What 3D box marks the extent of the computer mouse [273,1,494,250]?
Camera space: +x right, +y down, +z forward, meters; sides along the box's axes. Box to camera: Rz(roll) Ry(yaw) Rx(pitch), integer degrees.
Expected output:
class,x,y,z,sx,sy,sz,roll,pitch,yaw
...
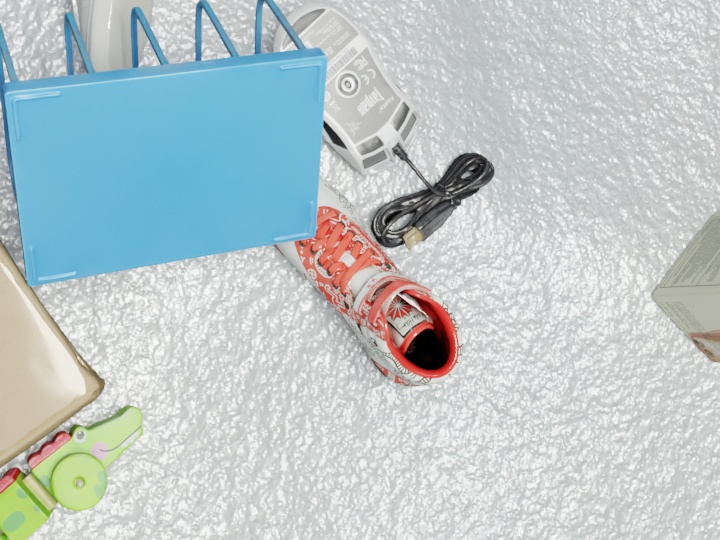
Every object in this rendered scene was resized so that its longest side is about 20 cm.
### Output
class,x,y,z,sx,sy,sz,roll,pitch,yaw
computer mouse,0.008,-0.117,0.877,0.109,0.044,0.201,-41,105,-8

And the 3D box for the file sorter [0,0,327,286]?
class,x,y,z,sx,sy,sz,roll,pitch,yaw
file sorter,-0.137,-0.098,0.764,0.196,0.123,0.141,-10,131,-20

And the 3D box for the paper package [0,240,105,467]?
class,x,y,z,sx,sy,sz,roll,pitch,yaw
paper package,-0.303,0.059,0.757,0.199,0.103,0.192,-35,96,-12

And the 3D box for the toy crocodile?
class,x,y,z,sx,sy,sz,roll,pitch,yaw
toy crocodile,-0.232,0.160,0.792,0.199,0.067,0.062,-41,98,-12

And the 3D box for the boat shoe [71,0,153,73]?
class,x,y,z,sx,sy,sz,roll,pitch,yaw
boat shoe,-0.190,-0.232,0.815,0.067,0.072,0.204,4,100,13

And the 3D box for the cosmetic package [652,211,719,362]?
class,x,y,z,sx,sy,sz,roll,pitch,yaw
cosmetic package,0.326,0.010,0.877,0.087,0.200,0.104,44,79,-9

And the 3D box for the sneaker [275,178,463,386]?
class,x,y,z,sx,sy,sz,roll,pitch,yaw
sneaker,0.001,0.000,0.837,0.067,0.108,0.203,-38,98,-12
